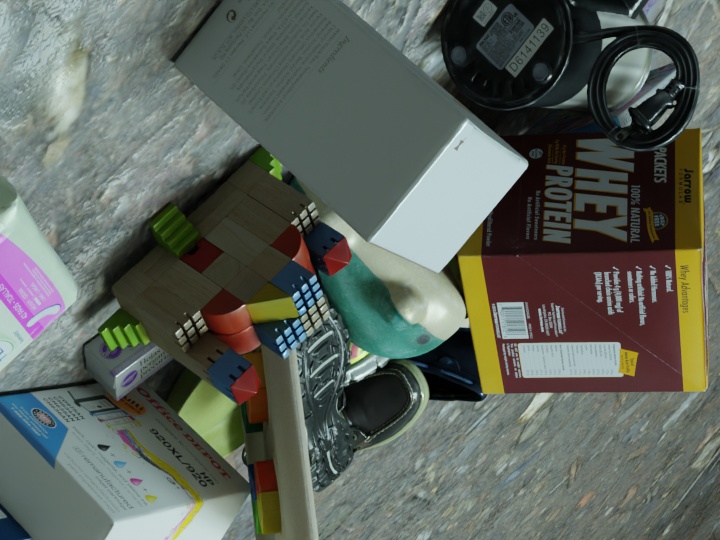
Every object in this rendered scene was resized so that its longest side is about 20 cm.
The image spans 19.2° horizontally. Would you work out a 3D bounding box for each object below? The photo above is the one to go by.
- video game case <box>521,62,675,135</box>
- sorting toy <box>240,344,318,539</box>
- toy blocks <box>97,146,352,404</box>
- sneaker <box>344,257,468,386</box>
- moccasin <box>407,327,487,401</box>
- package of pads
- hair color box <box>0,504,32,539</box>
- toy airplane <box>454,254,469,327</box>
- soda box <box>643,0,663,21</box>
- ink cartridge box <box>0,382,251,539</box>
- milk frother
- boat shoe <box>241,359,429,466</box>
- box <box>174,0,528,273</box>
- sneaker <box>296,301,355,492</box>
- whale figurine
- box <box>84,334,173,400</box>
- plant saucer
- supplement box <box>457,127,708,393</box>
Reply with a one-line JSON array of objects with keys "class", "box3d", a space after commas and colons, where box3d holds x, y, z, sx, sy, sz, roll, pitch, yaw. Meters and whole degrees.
[{"class": "video game case", "box3d": [0.211, -0.141, 1.953, 0.143, 0.018, 0.200, -18, -169, 34]}, {"class": "sorting toy", "box3d": [-0.076, 0.140, 1.698, 0.036, 0.186, 0.200, -6, 174, -11]}, {"class": "toy blocks", "box3d": [-0.084, 0.009, 1.600, 0.200, 0.136, 0.100, -45, 144, -19]}, {"class": "sneaker", "box3d": [0.006, 0.036, 1.888, 0.199, 0.091, 0.078, -31, -167, -15]}, {"class": "moccasin", "box3d": [0.030, 0.091, 1.949, 0.081, 0.199, 0.068, 53, 41, -42]}, {"class": "package of pads", "box3d": [-0.286, 0.034, 1.374, 0.200, 0.068, 0.155, -43, 158, -10]}, {"class": "hair color box", "box3d": [-0.341, 0.246, 1.596, 0.200, 0.100, 0.060, -55, 157, 19]}, {"class": "toy airplane", "box3d": [0.102, -0.001, 2.019, 0.200, 0.141, 0.199, -37, 120, -4]}, {"class": "soda box", "box3d": [0.225, -0.241, 1.893, 0.200, 0.063, 0.070, -57, 159, 22]}, {"class": "ink cartridge box", "box3d": [-0.217, 0.189, 1.674, 0.145, 0.147, 0.200, -55, 158, 19]}, {"class": "milk frother", "box3d": [0.200, -0.169, 1.758, 0.180, 0.201, 0.188, -33, 167, 26]}, {"class": "boat shoe", "box3d": [-0.024, 0.141, 1.914, 0.200, 0.073, 0.065, -32, 176, 35]}, {"class": "box", "box3d": [-0.005, -0.109, 1.485, 0.106, 0.200, 0.152, -50, 158, 7]}, {"class": "sneaker", "box3d": [-0.055, 0.101, 1.798, 0.074, 0.079, 0.201, -37, 143, -35]}, {"class": "whale figurine", "box3d": [0.000, 0.000, 1.770, 0.104, 0.159, 0.200, -40, 135, 14]}, {"class": "box", "box3d": [-0.132, 0.026, 1.702, 0.200, 0.041, 0.039, -37, 156, -25]}, {"class": "plant saucer", "box3d": [-0.109, 0.095, 1.884, 0.200, 0.031, 0.200, -41, 158, -20]}, {"class": "supplement box", "box3d": [0.196, -0.005, 1.817, 0.198, 0.199, 0.133, 76, 16, -50]}]
